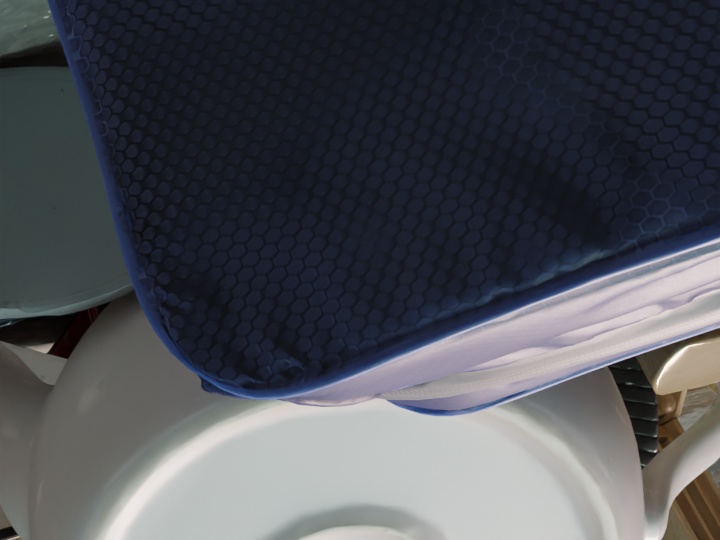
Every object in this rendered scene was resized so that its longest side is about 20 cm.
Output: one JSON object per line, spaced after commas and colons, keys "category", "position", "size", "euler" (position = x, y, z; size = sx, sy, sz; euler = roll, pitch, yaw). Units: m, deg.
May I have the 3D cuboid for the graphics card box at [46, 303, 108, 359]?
{"category": "graphics card box", "position": [-0.038, 0.029, 0.993], "size": [0.199, 0.051, 0.125], "euler": [-12, 168, -20]}

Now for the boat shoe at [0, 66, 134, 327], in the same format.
{"category": "boat shoe", "position": [-0.127, -0.012, 0.644], "size": [0.199, 0.071, 0.091], "euler": [-11, 174, 11]}

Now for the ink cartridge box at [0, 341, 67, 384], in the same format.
{"category": "ink cartridge box", "position": [-0.178, 0.060, 0.909], "size": [0.199, 0.044, 0.196], "euler": [18, 164, -6]}

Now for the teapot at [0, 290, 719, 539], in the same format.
{"category": "teapot", "position": [-0.007, 0.051, 0.666], "size": [0.200, 0.146, 0.197], "euler": [37, 114, -28]}

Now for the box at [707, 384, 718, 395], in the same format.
{"category": "box", "position": [0.138, 0.022, 0.732], "size": [0.038, 0.042, 0.200], "euler": [2, -160, -18]}

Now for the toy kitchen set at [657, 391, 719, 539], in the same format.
{"category": "toy kitchen set", "position": [0.191, 0.044, 0.936], "size": [0.199, 0.181, 0.163], "euler": [-33, 164, 16]}

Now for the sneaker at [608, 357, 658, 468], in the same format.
{"category": "sneaker", "position": [0.072, 0.028, 0.773], "size": [0.074, 0.201, 0.089], "euler": [11, -174, -2]}

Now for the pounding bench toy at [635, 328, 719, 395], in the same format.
{"category": "pounding bench toy", "position": [0.183, -0.029, 0.617], "size": [0.155, 0.125, 0.200], "euler": [10, 143, -43]}

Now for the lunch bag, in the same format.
{"category": "lunch bag", "position": [0.051, -0.055, 0.451], "size": [0.199, 0.137, 0.132], "euler": [-19, 169, 19]}

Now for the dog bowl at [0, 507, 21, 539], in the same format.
{"category": "dog bowl", "position": [-0.146, 0.112, 1.217], "size": [0.199, 0.074, 0.200], "euler": [-14, 169, -3]}
